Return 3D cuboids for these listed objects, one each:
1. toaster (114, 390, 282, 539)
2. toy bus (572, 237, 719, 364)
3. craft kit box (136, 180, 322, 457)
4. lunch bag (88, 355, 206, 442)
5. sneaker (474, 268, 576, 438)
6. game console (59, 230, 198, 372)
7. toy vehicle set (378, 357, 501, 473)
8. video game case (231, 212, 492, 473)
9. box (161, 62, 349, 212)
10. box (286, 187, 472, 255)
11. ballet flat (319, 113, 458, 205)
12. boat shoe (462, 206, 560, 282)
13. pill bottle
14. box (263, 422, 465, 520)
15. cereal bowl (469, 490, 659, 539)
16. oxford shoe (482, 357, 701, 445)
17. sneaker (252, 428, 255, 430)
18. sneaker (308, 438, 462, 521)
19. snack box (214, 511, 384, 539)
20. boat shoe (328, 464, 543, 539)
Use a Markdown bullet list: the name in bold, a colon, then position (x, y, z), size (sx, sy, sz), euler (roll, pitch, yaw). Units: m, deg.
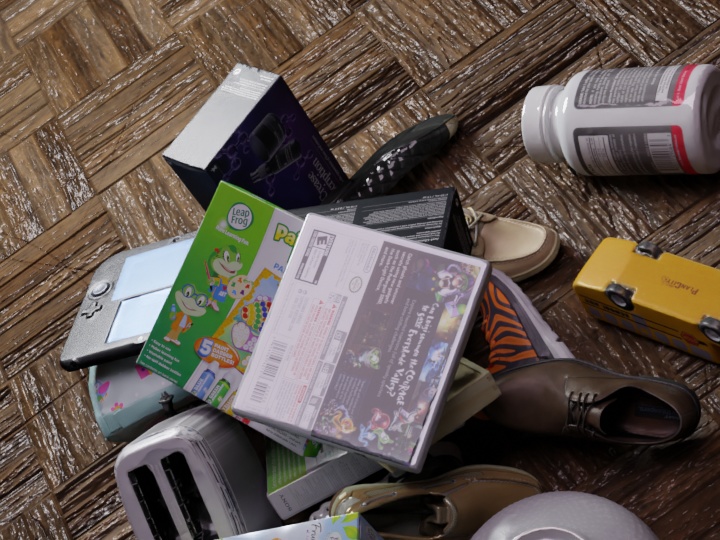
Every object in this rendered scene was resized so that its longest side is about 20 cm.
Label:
- **toaster**: position (-0.157, 0.212, 1.574), size (0.113, 0.200, 0.129), euler (-22, 0, 12)
- **toy bus**: position (0.296, 0.030, 1.552), size (0.200, 0.078, 0.065), euler (22, 65, 41)
- **craft kit box**: position (-0.086, 0.044, 1.567), size (0.200, 0.049, 0.198), euler (26, 90, 21)
- **lunch bag**: position (-0.194, 0.092, 1.743), size (0.170, 0.122, 0.200), euler (-26, 25, 9)
- **sneaker**: position (0.132, 0.082, 1.607), size (0.112, 0.078, 0.200), euler (-35, 43, -1)
- **game console**: position (-0.204, 0.023, 1.708), size (0.200, 0.031, 0.177), euler (-15, 30, 21)
- **toy vehicle set**: position (0.037, 0.118, 1.559), size (0.124, 0.027, 0.200), euler (-34, 20, -12)
- **video game case**: position (0.002, 0.062, 1.479), size (0.182, 0.023, 0.200), euler (16, 73, 19)
- **box**: position (-0.107, -0.106, 1.827), size (0.079, 0.200, 0.141), euler (24, 68, 42)
- **box**: position (0.000, 0.000, 1.647), size (0.200, 0.079, 0.141), euler (-7, 36, 18)
- **ballet flat**: position (0.036, -0.108, 1.864), size (0.200, 0.057, 0.066), euler (-41, 18, -14)
- **boat shoe**: position (0.109, -0.030, 1.727), size (0.200, 0.065, 0.072), euler (1, 53, 32)
- **pill bottle**: position (0.272, -0.153, 1.703), size (0.200, 0.111, 0.111), euler (1, 54, 32)
- **box**: position (0.000, 0.155, 1.615), size (0.200, 0.036, 0.144), euler (-27, 19, 5)
- **cereal bowl**: position (0.165, 0.274, 1.392), size (0.200, 0.083, 0.200), euler (-9, 59, 16)
- **oxford shoe**: position (0.201, 0.119, 1.490), size (0.200, 0.084, 0.073), euler (1, 94, 17)
- **sneaker**: position (-0.039, 0.086, 1.700), size (0.087, 0.075, 0.200), euler (0, 48, 38)
- **sneaker**: position (0.022, 0.241, 1.544), size (0.200, 0.067, 0.091), euler (-33, 41, -1)
- **snack box**: position (-0.057, 0.295, 1.471), size (0.200, 0.169, 0.068), euler (-13, 51, 20)
- **boat shoe**: position (0.076, 0.217, 1.473), size (0.200, 0.072, 0.076), euler (-8, 0, -14)
